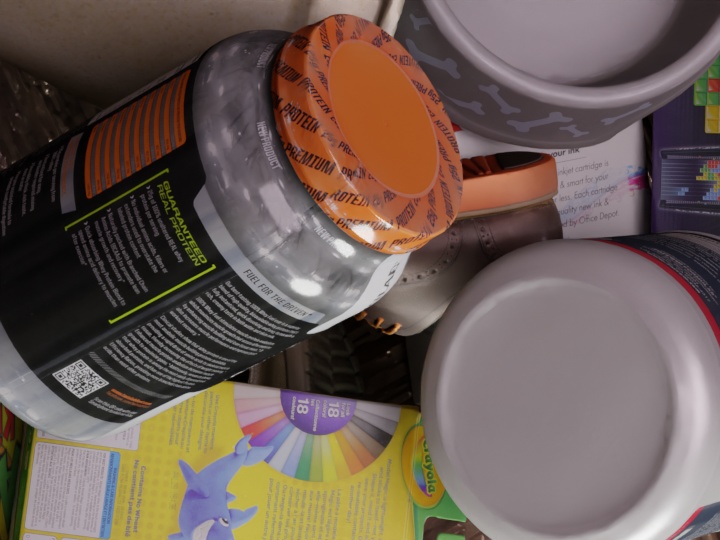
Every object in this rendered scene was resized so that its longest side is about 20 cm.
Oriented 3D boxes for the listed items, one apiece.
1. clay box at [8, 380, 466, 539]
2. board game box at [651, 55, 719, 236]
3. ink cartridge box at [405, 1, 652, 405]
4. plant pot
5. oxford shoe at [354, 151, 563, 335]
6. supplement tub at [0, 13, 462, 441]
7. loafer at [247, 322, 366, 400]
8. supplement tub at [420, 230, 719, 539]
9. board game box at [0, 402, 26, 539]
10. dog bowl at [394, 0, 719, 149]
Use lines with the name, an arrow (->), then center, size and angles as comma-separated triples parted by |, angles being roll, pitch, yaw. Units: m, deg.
clay box -> -0.053, 0.108, 1.289 | 0.199, 0.048, 0.115 | 9, 82, -13
board game box -> 0.205, -0.009, 1.462 | 0.165, 0.057, 0.201 | -2, 94, -57
ink cartridge box -> 0.077, -0.039, 1.421 | 0.116, 0.067, 0.201 | -11, 99, -28
plant pot -> -0.092, -0.144, 1.267 | 0.183, 0.200, 0.201 | 17, 85, -17
oxford shoe -> 0.000, 0.000, 1.328 | 0.199, 0.071, 0.073 | -12, 103, -9
supplement tub -> -0.064, -0.019, 1.177 | 0.122, 0.200, 0.123 | 33, 44, -38
loafer -> -0.039, 0.107, 1.362 | 0.076, 0.067, 0.201 | 26, 60, -64
supplement tub -> 0.127, 0.053, 1.297 | 0.200, 0.140, 0.141 | -4, 96, -63
board game box -> -0.184, 0.074, 1.264 | 0.102, 0.047, 0.201 | 0, 94, -73
dog bowl -> 0.095, -0.158, 1.341 | 0.199, 0.059, 0.201 | 1, 84, -14
